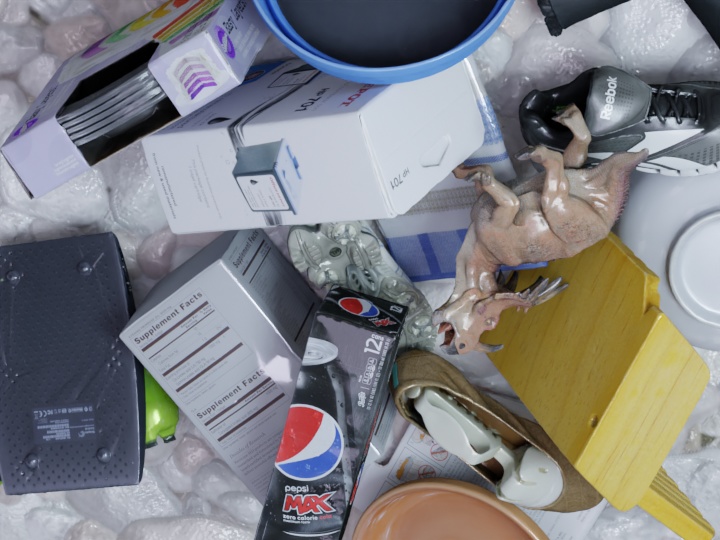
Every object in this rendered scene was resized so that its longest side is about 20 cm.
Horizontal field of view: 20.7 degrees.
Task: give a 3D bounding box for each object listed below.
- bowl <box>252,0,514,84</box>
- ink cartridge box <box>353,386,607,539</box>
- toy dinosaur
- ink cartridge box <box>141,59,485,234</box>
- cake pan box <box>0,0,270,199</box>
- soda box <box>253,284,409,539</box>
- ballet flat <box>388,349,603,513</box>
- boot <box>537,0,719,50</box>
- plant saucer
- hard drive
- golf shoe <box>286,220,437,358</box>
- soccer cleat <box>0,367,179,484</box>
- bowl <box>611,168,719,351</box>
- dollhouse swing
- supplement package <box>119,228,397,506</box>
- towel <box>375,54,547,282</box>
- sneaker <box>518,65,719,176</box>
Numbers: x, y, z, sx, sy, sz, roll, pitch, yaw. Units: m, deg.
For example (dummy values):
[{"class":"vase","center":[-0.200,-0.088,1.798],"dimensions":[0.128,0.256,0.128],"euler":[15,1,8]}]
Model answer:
[{"class":"bowl","center":[0.019,-0.221,1.362],"dimensions":[0.200,0.039,0.202],"euler":[-2,72,6]},{"class":"ink cartridge box","center":[0.097,0.173,1.631],"dimensions":[0.200,0.050,0.161],"euler":[34,114,13]},{"class":"toy dinosaur","center":[0.133,-0.031,1.422],"dimensions":[0.199,0.086,0.136],"euler":[-23,107,21]},{"class":"ink cartridge box","center":[-0.033,-0.096,1.434],"dimensions":[0.199,0.146,0.086],"euler":[-5,113,36]},{"class":"cake pan box","center":[-0.157,-0.142,1.439],"dimensions":[0.184,0.200,0.052],"euler":[-28,109,20]},{"class":"soda box","center":[-0.023,0.118,1.471],"dimensions":[0.063,0.071,0.201],"euler":[17,110,5]},{"class":"ballet flat","center":[0.102,0.137,1.533],"dimensions":[0.200,0.072,0.068],"euler":[38,114,-5]},{"class":"boot","center":[0.209,-0.210,1.431],"dimensions":[0.162,0.073,0.199],"euler":[-16,103,12]},{"class":"plant saucer","center":[0.087,0.252,1.607],"dimensions":[0.199,0.037,0.201],"euler":[14,122,25]},{"class":"hard drive","center":[-0.235,0.075,1.585],"dimensions":[0.134,0.042,0.201],"euler":[-7,89,19]},{"class":"golf shoe","center":[0.000,0.000,1.547],"dimensions":[0.078,0.097,0.200],"euler":[-24,132,4]},{"class":"soccer cleat","center":[-0.242,0.129,1.644],"dimensions":[0.199,0.067,0.081],"euler":[-20,85,19]},{"class":"bowl","center":[0.279,-0.016,1.493],"dimensions":[0.200,0.090,0.202],"euler":[3,114,7]},{"class":"dollhouse swing","center":[0.212,0.081,1.490],"dimensions":[0.175,0.200,0.182],"euler":[20,106,-26]},{"class":"supplement package","center":[-0.077,0.077,1.564],"dimensions":[0.109,0.114,0.200],"euler":[-36,100,19]},{"class":"towel","center":[0.053,-0.086,1.500],"dimensions":[0.146,0.024,0.201],"euler":[-7,114,39]},{"class":"sneaker","center":[0.203,-0.111,1.439],"dimensions":[0.199,0.067,0.090],"euler":[-4,156,26]}]
